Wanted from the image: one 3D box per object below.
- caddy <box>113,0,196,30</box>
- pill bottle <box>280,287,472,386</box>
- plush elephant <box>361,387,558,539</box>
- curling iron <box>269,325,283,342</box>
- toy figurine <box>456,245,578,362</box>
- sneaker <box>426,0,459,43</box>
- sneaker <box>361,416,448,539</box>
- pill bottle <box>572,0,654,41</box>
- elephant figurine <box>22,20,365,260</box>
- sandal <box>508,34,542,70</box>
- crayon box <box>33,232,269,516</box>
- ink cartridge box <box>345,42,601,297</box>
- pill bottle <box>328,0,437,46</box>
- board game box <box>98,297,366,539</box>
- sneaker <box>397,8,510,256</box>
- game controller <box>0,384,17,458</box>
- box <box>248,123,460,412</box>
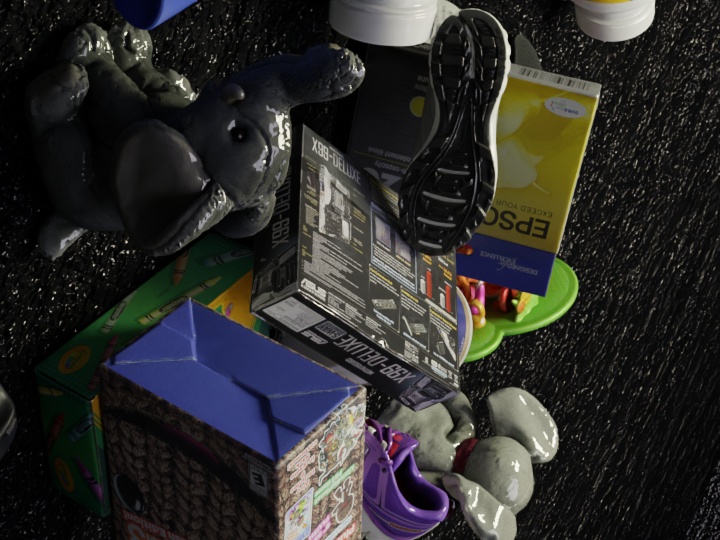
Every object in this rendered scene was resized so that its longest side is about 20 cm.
[{"bbox_3d":[-0.125,-0.235,0.847,0.105,0.141,0.200,-44,147,-31],"label":"caddy"},{"bbox_3d":[0.012,0.046,1.354,0.200,0.116,0.116,12,100,-62],"label":"pill bottle"},{"bbox_3d":[0.086,0.177,1.342,0.165,0.155,0.200,-45,162,-37],"label":"plush elephant"},{"bbox_3d":[-0.061,-0.006,1.268,0.200,0.050,0.026,-68,-163,-5],"label":"curling iron"},{"bbox_3d":[0.116,-0.039,1.479,0.200,0.150,0.184,-41,133,-39],"label":"toy figurine"},{"bbox_3d":[0.078,-0.138,1.360,0.075,0.105,0.200,-29,99,-22],"label":"sneaker"},{"bbox_3d":[-0.001,0.135,1.229,0.200,0.083,0.081,47,40,-17],"label":"sneaker"},{"bbox_3d":[0.247,-0.324,1.488,0.112,0.112,0.200,-52,150,-26],"label":"pill bottle"},{"bbox_3d":[-0.105,-0.070,0.948,0.142,0.200,0.155,-50,149,-29],"label":"elephant figurine"},{"bbox_3d":[0.141,-0.172,1.466,0.075,0.048,0.200,65,25,-18],"label":"sandal"},{"bbox_3d":[-0.150,0.074,1.141,0.200,0.058,0.119,-41,145,-40],"label":"crayon box"},{"bbox_3d":[0.084,-0.084,1.291,0.047,0.197,0.200,-59,162,-68],"label":"ink cartridge box"},{"bbox_3d":[0.027,-0.274,1.127,0.112,0.112,0.200,-29,136,-50],"label":"pill bottle"},{"bbox_3d":[-0.089,0.148,1.070,0.097,0.159,0.200,-39,143,-40],"label":"board game box"},{"bbox_3d":[0.079,-0.108,1.211,0.079,0.074,0.200,-64,166,-77],"label":"sneaker"},{"bbox_3d":[-0.297,0.136,0.956,0.200,0.042,0.104,-51,135,-28],"label":"game controller"},{"bbox_3d":[0.000,0.000,1.203,0.200,0.050,0.158,33,44,-39],"label":"box"}]
